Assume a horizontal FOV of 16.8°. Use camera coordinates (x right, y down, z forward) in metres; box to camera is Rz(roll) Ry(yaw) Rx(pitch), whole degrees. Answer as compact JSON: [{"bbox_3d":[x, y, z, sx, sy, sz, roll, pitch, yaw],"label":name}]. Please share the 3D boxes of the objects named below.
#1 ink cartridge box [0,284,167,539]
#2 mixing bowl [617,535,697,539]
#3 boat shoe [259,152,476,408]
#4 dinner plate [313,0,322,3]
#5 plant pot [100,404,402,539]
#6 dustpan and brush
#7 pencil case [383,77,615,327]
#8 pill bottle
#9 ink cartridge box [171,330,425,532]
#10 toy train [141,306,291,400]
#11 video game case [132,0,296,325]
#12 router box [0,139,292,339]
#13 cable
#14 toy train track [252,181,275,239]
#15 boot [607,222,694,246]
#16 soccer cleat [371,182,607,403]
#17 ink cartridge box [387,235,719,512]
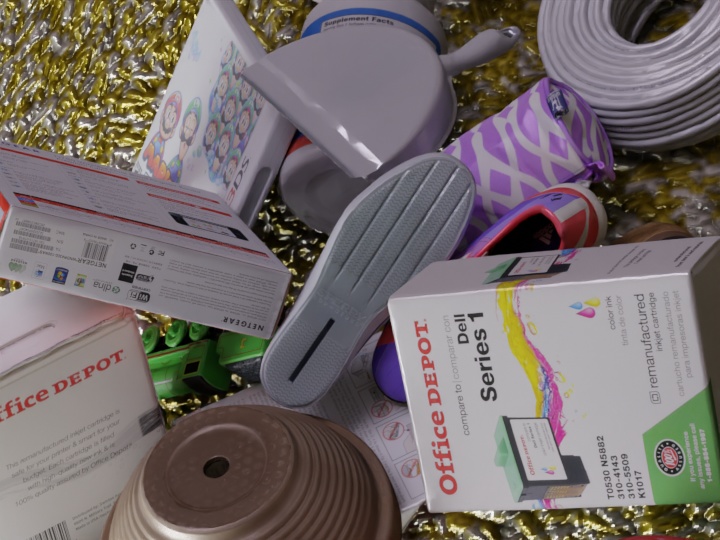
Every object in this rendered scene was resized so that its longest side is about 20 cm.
[{"bbox_3d":[-0.210,0.115,1.645,0.145,0.201,0.085,-26,40,-20],"label":"ink cartridge box"},{"bbox_3d":[0.163,0.227,1.395,0.199,0.108,0.201,-19,48,22],"label":"mixing bowl"},{"bbox_3d":[0.000,0.000,1.614,0.200,0.073,0.067,-48,7,9],"label":"boat shoe"},{"bbox_3d":[0.029,-0.283,1.937,0.199,0.024,0.201,-18,49,22],"label":"dinner plate"},{"bbox_3d":[-0.080,0.154,1.552,0.199,0.093,0.202,-10,46,10],"label":"plant pot"},{"bbox_3d":[0.034,-0.133,1.688,0.199,0.057,0.140,-34,56,-20],"label":"dustpan and brush"},{"bbox_3d":[0.083,-0.047,1.653,0.199,0.084,0.086,-36,63,25],"label":"pencil case"},{"bbox_3d":[0.005,-0.133,1.776,0.111,0.112,0.201,-12,50,27],"label":"pill bottle"},{"bbox_3d":[-0.012,0.130,1.650,0.198,0.057,0.163,-21,44,-8],"label":"ink cartridge box"},{"bbox_3d":[-0.112,0.062,1.727,0.199,0.042,0.057,-16,52,47],"label":"toy train"},{"bbox_3d":[-0.113,-0.085,1.802,0.183,0.024,0.200,-65,29,22],"label":"video game case"},{"bbox_3d":[-0.165,-0.026,1.630,0.179,0.198,0.049,44,118,63],"label":"router box"},{"bbox_3d":[0.215,-0.172,1.690,0.199,0.069,0.201,-22,48,20],"label":"cable"},{"bbox_3d":[-0.091,-0.074,1.854,0.115,0.032,0.201,-47,33,25],"label":"toy train track"},{"bbox_3d":[0.141,0.042,1.597,0.200,0.074,0.076,-39,17,7],"label":"boot"},{"bbox_3d":[0.073,0.016,1.590,0.200,0.073,0.068,-41,79,22],"label":"soccer cleat"},{"bbox_3d":[0.129,0.066,1.495,0.198,0.146,0.084,-5,14,26],"label":"ink cartridge box"}]
